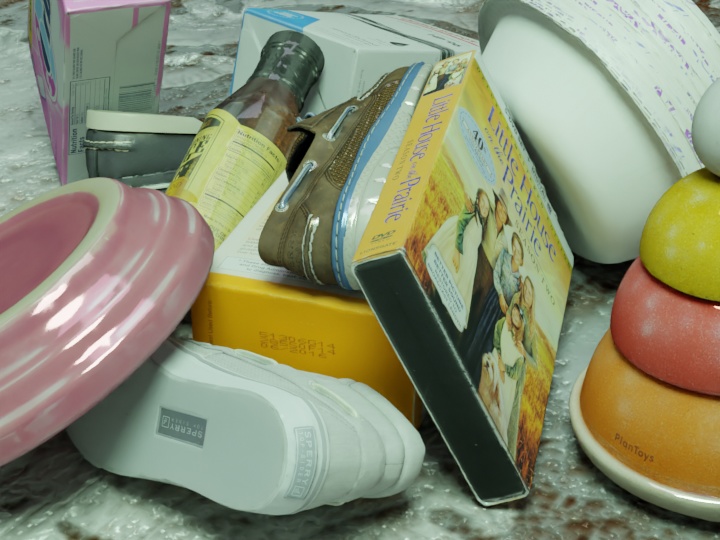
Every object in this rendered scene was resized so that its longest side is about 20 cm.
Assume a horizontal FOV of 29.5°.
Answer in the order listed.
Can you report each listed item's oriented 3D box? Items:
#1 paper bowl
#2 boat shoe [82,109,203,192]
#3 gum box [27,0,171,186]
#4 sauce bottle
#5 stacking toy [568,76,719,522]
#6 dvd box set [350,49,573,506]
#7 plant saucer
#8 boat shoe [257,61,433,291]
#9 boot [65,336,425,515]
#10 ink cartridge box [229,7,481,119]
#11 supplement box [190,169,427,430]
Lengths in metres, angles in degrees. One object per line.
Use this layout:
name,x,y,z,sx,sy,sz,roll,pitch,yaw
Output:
paper bowl,0.140,-0.085,0.811,0.104,0.201,0.201,-39,40,-9
boat shoe,-0.089,-0.066,0.905,0.199,0.063,0.073,4,5,-32
gum box,-0.176,-0.154,0.904,0.066,0.200,0.114,-10,64,-19
sauce bottle,-0.073,-0.063,0.826,0.066,0.066,0.201,10,52,16
stacking toy,0.176,0.002,0.639,0.145,0.201,0.146,0,30,0
dvd box set,0.060,-0.004,0.691,0.029,0.147,0.200,-16,28,25
plant saucer,-0.167,0.019,0.671,0.200,0.051,0.201,-25,27,14
boat shoe,-0.004,-0.061,0.728,0.072,0.073,0.200,4,29,12
boot,-0.062,0.073,0.664,0.095,0.074,0.199,10,6,-44
ink cartridge box,0.021,-0.140,0.980,0.116,0.068,0.199,27,23,38
supplement box,0.000,0.000,0.770,0.125,0.074,0.200,10,31,16
